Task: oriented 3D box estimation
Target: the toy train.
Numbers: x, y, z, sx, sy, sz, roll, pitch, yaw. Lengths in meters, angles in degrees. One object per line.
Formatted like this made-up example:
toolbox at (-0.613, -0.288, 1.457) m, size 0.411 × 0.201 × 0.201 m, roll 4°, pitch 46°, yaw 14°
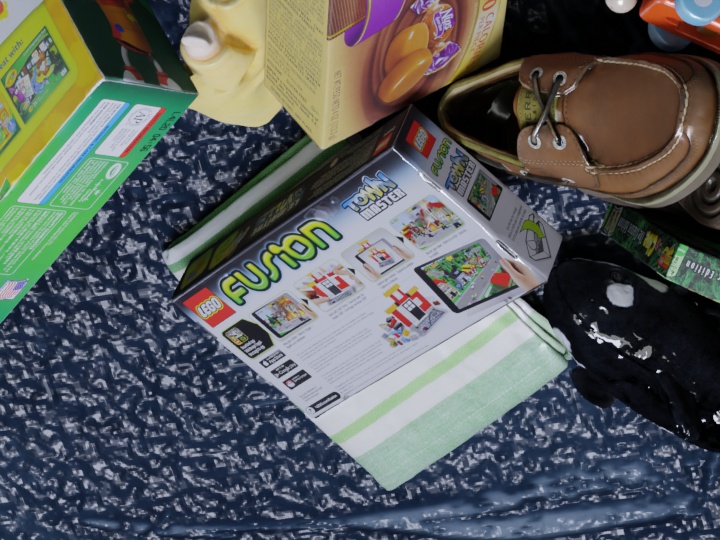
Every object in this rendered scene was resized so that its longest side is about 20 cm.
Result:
toy train at (0.188, -0.111, 1.222) m, size 0.149 × 0.200 × 0.056 m, roll 22°, pitch 81°, yaw 1°

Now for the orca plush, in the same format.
orca plush at (0.172, 0.077, 1.362) m, size 0.105 × 0.071 × 0.200 m, roll -21°, pitch 123°, yaw 23°

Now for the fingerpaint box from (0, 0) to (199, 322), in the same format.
fingerpaint box at (-0.195, -0.089, 1.269) m, size 0.073 × 0.167 × 0.200 m, roll 5°, pitch 136°, yaw -50°

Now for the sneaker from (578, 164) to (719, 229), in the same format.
sneaker at (0.179, -0.056, 1.226) m, size 0.075 × 0.200 × 0.071 m, roll 11°, pitch 94°, yaw -31°

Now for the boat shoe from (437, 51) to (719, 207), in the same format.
boat shoe at (0.103, -0.069, 1.201) m, size 0.068 × 0.200 × 0.072 m, roll 9°, pitch 84°, yaw -25°

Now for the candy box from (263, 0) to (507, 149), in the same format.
candy box at (0.017, -0.162, 1.188) m, size 0.116 × 0.057 × 0.201 m, roll -28°, pitch 150°, yaw -23°

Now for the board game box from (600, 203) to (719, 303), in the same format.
board game box at (0.185, 0.002, 1.257) m, size 0.104 × 0.200 × 0.024 m, roll 21°, pitch 96°, yaw -5°

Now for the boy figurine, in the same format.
boy figurine at (-0.064, -0.147, 1.251) m, size 0.064 × 0.125 × 0.200 m, roll 15°, pitch 151°, yaw 7°

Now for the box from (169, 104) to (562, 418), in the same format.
box at (0.000, 0.000, 1.311) m, size 0.110 × 0.035 × 0.200 m, roll 41°, pitch 136°, yaw -18°

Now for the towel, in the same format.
towel at (0.003, 0.021, 1.392) m, size 0.152 × 0.023 × 0.200 m, roll -36°, pitch 112°, yaw 26°
